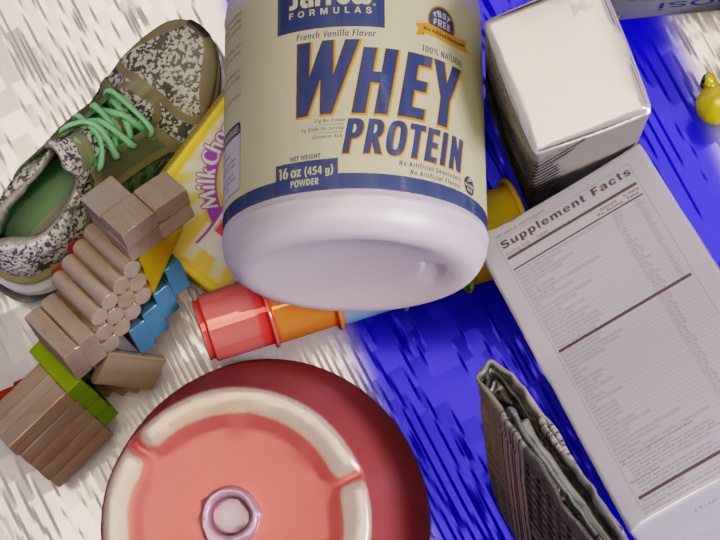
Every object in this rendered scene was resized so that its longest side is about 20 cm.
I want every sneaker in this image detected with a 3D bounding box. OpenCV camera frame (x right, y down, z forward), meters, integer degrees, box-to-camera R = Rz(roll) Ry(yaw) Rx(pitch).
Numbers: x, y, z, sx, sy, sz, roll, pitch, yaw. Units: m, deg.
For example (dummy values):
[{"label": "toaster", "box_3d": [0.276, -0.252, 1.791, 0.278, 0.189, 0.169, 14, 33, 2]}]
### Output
[{"label": "sneaker", "box_3d": [-0.154, -0.068, 1.243, 0.077, 0.089, 0.200, 37, 85, 7]}]

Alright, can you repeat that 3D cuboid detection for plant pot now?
[{"label": "plant pot", "box_3d": [-0.060, 0.141, 1.166, 0.200, 0.177, 0.201, 0, 82, 3]}]

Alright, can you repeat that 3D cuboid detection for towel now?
[{"label": "towel", "box_3d": [0.126, 0.158, 1.122, 0.035, 0.200, 0.193, -28, 62, -8]}]

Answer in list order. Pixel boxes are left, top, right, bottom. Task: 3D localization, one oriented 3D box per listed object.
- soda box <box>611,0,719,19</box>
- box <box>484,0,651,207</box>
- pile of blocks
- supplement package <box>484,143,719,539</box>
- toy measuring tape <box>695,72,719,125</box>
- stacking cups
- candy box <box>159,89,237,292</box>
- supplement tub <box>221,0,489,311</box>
[{"label": "soda box", "box_3d": [0.226, -0.195, 1.254, 0.200, 0.063, 0.068, -6, 83, 2]}, {"label": "box", "box_3d": [0.113, -0.094, 1.177, 0.068, 0.200, 0.082, -21, 82, 2]}, {"label": "pile of blocks", "box_3d": [-0.155, 0.026, 1.232, 0.062, 0.082, 0.200, 40, 107, 39]}, {"label": "supplement package", "box_3d": [0.164, 0.052, 1.158, 0.114, 0.110, 0.200, -30, 58, 7]}, {"label": "toy measuring tape", "box_3d": [0.283, -0.147, 1.244, 0.200, 0.074, 0.074, -28, 82, -1]}, {"label": "stacking cups", "box_3d": [0.000, 0.000, 1.228, 0.200, 0.061, 0.061, -16, 82, -7]}, {"label": "candy box", "box_3d": [-0.043, -0.075, 1.258, 0.102, 0.026, 0.200, 37, 85, -8]}, {"label": "supplement tub", "box_3d": [-0.004, -0.091, 1.158, 0.145, 0.145, 0.200, -2, 71, 3]}]
